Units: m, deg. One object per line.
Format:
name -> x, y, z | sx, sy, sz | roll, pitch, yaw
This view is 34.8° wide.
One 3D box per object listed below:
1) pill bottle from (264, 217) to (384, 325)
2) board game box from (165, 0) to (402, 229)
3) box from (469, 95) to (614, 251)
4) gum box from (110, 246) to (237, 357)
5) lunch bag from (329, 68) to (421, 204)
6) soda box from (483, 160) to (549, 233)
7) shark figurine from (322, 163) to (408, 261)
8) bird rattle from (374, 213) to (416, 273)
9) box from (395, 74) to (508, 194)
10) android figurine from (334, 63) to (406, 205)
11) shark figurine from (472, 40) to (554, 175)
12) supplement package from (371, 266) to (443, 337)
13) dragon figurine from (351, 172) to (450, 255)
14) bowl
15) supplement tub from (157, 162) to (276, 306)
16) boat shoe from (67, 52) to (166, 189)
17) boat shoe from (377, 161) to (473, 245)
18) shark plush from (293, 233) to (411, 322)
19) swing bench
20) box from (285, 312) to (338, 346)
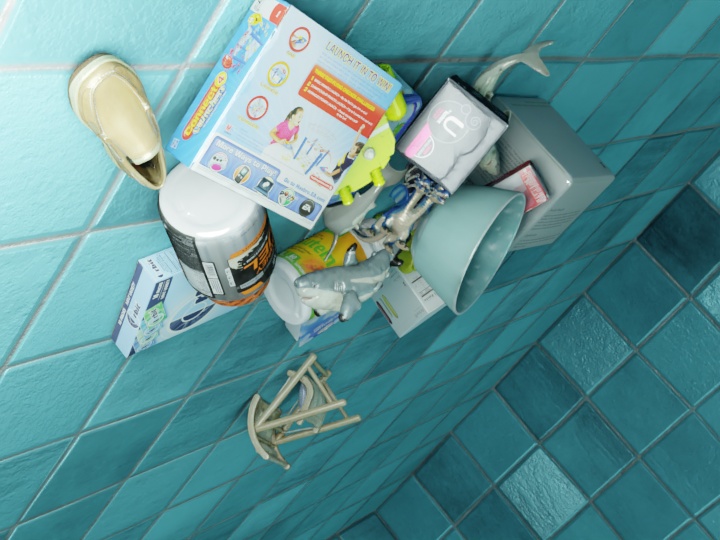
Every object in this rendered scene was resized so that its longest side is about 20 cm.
pill bottle -> -0.046, -0.006, 1.778 | 0.200, 0.111, 0.111 | -29, 159, -32
board game box -> -0.078, -0.167, 1.241 | 0.200, 0.056, 0.196 | 26, 99, -48
box -> 0.274, -0.163, 1.916 | 0.171, 0.200, 0.199 | -47, 161, 28
gum box -> -0.231, 0.021, 1.573 | 0.200, 0.045, 0.170 | -24, 156, -40
lunch bag -> -0.018, -0.172, 1.496 | 0.200, 0.082, 0.161 | -50, 163, 30
soda box -> 0.191, -0.092, 1.777 | 0.200, 0.064, 0.070 | -29, -174, 13
shark figurine -> -0.027, -0.099, 1.642 | 0.128, 0.089, 0.214 | -58, -169, -28
bird rattle -> 0.099, -0.084, 1.977 | 0.200, 0.113, 0.163 | -45, 179, -29
box -> 0.130, -0.192, 1.593 | 0.122, 0.106, 0.200 | -51, -179, 12
android figurine -> -0.031, -0.168, 1.357 | 0.182, 0.041, 0.200 | -29, 124, -8
shark figurine -> 0.196, -0.266, 1.731 | 0.090, 0.128, 0.215 | -61, 176, -62
supplement package -> 0.124, 0.019, 2.124 | 0.156, 0.111, 0.200 | -34, 174, -20
dragon figurine -> 0.058, -0.079, 1.608 | 0.100, 0.059, 0.200 | -54, -169, -16
bowl -> 0.146, -0.048, 1.673 | 0.201, 0.105, 0.201 | -51, 162, -25
supplement tub -> -0.168, -0.042, 1.396 | 0.122, 0.123, 0.200 | -36, 156, -14
boat shoe -> -0.227, -0.141, 1.142 | 0.072, 0.076, 0.200 | -38, 162, -7
boat shoe -> 0.082, -0.121, 1.790 | 0.200, 0.093, 0.075 | -35, -172, -34
shark plush -> 0.000, 0.000, 1.673 | 0.200, 0.083, 0.091 | -30, -162, -12
swing bench -> -0.125, 0.287, 2.299 | 0.200, 0.130, 0.199 | -34, 163, -2
box -> -0.066, 0.045, 1.964 | 0.122, 0.048, 0.200 | -33, 161, -21
